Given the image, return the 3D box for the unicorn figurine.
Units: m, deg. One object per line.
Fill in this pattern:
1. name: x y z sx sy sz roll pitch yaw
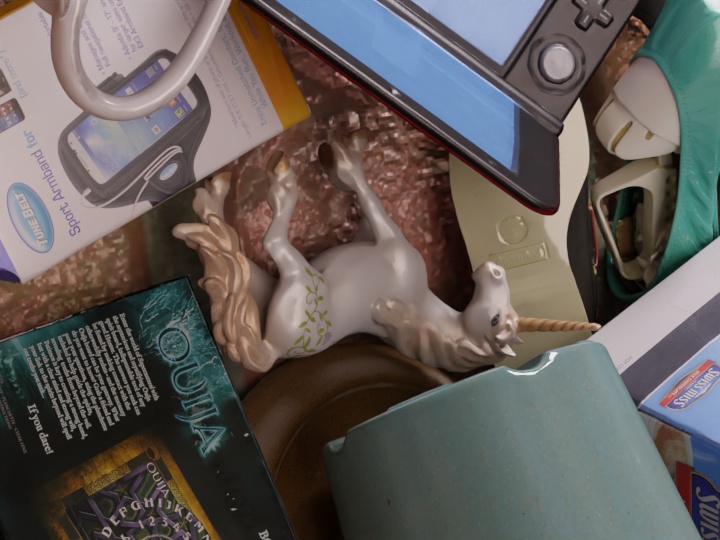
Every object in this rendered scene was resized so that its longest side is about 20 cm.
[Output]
1. unicorn figurine: 0.000 0.000 1.329 0.200 0.074 0.137 -19 90 -25

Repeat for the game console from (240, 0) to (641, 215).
1. game console: 0.045 -0.146 1.290 0.200 0.119 0.172 35 81 -12

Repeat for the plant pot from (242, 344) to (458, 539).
1. plant pot: 0.013 0.134 1.350 0.200 0.027 0.200 7 76 -29

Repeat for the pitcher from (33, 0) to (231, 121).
1. pitcher: -0.071 -0.175 1.168 0.200 0.121 0.172 -31 117 -19

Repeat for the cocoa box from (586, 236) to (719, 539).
1. cocoa box: 0.216 0.073 1.385 0.200 0.131 0.133 -35 136 -32

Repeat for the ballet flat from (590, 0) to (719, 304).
1. ballet flat: 0.157 -0.059 1.393 0.070 0.067 0.200 -18 130 -20

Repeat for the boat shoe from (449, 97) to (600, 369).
1. boat shoe: 0.087 -0.026 1.395 0.074 0.063 0.202 -7 95 3

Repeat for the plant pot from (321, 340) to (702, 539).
1. plant pot: 0.082 0.150 1.262 0.200 0.200 0.196 -17 80 -26

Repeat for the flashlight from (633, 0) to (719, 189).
1. flashlight: 0.178 -0.117 1.433 0.068 0.068 0.200 -34 110 -4

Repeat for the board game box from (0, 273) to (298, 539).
1. board game box: -0.107 0.116 1.263 0.135 0.028 0.200 -20 81 -20

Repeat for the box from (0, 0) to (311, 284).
1. box: -0.133 -0.082 1.284 0.200 0.041 0.119 -31 107 -21
